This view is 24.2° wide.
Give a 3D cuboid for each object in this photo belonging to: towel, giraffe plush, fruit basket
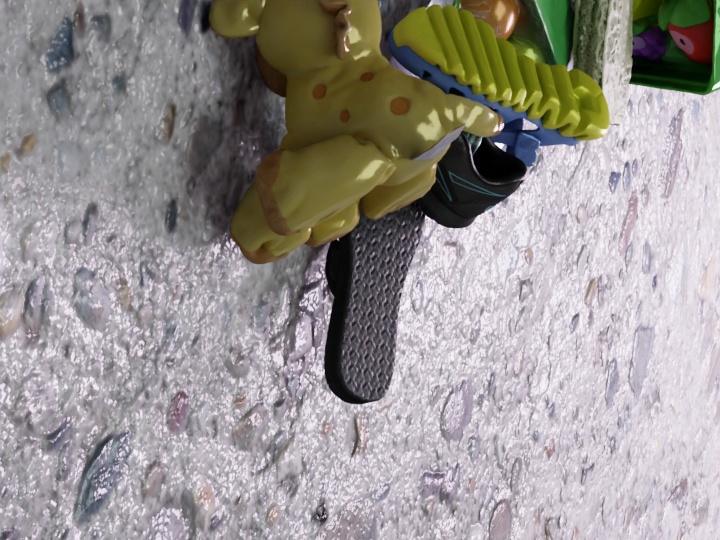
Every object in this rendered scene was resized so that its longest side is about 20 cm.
[{"bbox_3d":[0.213,-0.223,1.447,0.148,0.036,0.202,-23,115,-71],"label":"towel"},{"bbox_3d":[-0.022,-0.121,1.108,0.172,0.200,0.163,-20,80,-42],"label":"giraffe plush"},{"bbox_3d":[0.268,-0.250,1.578,0.215,0.214,0.157,-18,111,-58],"label":"fruit basket"},{"bbox_3d":[0.093,-0.174,1.369,0.201,0.093,0.186,-52,141,-19],"label":"fruit basket"}]

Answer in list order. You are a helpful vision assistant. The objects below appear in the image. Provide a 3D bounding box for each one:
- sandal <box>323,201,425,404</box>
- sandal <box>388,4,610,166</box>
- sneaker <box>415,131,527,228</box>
[{"bbox_3d":[-0.001,0.000,1.242,0.075,0.048,0.202,29,63,-37],"label":"sandal"},{"bbox_3d":[0.097,-0.132,1.283,0.199,0.087,0.080,26,45,-30],"label":"sandal"},{"bbox_3d":[0.042,-0.112,1.228,0.200,0.079,0.076,39,50,-31],"label":"sneaker"}]
